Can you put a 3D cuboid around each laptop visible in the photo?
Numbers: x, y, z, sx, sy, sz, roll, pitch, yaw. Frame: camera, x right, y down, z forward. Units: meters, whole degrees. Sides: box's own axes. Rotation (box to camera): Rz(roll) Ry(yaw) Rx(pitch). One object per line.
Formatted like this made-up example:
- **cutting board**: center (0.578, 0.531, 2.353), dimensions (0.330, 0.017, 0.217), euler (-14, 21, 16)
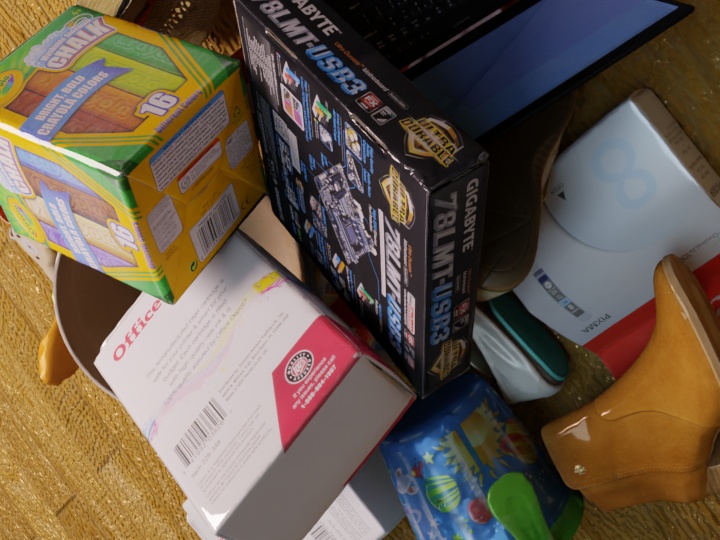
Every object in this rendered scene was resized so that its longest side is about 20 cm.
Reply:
- **laptop**: center (0.064, -0.185, 0.606), dimensions (0.202, 0.176, 0.103), euler (58, 165, -1)

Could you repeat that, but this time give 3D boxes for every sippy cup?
- **sippy cup**: center (0.082, 0.155, 0.760), dimensions (0.176, 0.139, 0.132), euler (-23, 103, 43)

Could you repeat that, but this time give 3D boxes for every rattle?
- **rattle**: center (-0.324, 0.014, 0.981), dimensions (0.198, 0.144, 0.131), euler (29, 165, 12)

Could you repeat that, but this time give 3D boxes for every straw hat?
- **straw hat**: center (-0.158, -0.222, 0.804), dimensions (0.084, 0.204, 0.200), euler (30, 136, -31)

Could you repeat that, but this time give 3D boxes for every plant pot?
- **plant pot**: center (-0.150, 0.004, 0.842), dimensions (0.196, 0.134, 0.205), euler (-2, 100, -9)

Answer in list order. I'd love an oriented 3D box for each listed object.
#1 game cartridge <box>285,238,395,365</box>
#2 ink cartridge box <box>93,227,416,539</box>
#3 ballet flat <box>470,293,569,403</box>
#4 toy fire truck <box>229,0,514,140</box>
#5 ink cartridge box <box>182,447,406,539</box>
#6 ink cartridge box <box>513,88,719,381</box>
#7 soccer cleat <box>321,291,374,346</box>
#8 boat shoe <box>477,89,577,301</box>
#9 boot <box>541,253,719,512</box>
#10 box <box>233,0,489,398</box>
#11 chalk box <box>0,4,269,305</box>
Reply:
- **game cartridge**: center (0.000, 0.000, 0.779), dimensions (0.199, 0.040, 0.136), euler (17, 124, 55)
- **ink cartridge box**: center (-0.079, 0.073, 0.692), dimensions (0.148, 0.085, 0.200), euler (-50, 46, 2)
- **ballet flat**: center (0.079, 0.020, 0.762), dimensions (0.069, 0.069, 0.201), euler (-36, 90, 38)
- **toy fire truck**: center (-0.001, -0.153, 0.731), dimensions (0.166, 0.113, 0.201), euler (30, 126, -2)
- **ink cartridge box**: center (-0.056, 0.211, 0.919), dimensions (0.145, 0.084, 0.200), euler (49, 126, 8)
- **ink cartridge box**: center (0.194, 0.003, 0.690), dimensions (0.160, 0.047, 0.201), euler (-41, 82, 38)
- **soccer cleat**: center (-0.037, 0.094, 0.781), dimensions (0.201, 0.084, 0.069), euler (-54, 46, 20)
- **boat shoe**: center (0.095, -0.075, 0.666), dimensions (0.073, 0.203, 0.067), euler (18, 161, -1)
- **boot**: center (0.188, 0.091, 0.685), dimensions (0.142, 0.071, 0.203), euler (-18, 119, 25)
- **box**: center (0.000, -0.050, 0.628), dimensions (0.199, 0.049, 0.202), euler (47, 157, 32)
- **chalk box**: center (-0.182, -0.090, 0.685), dimensions (0.197, 0.125, 0.125), euler (22, 145, 23)
